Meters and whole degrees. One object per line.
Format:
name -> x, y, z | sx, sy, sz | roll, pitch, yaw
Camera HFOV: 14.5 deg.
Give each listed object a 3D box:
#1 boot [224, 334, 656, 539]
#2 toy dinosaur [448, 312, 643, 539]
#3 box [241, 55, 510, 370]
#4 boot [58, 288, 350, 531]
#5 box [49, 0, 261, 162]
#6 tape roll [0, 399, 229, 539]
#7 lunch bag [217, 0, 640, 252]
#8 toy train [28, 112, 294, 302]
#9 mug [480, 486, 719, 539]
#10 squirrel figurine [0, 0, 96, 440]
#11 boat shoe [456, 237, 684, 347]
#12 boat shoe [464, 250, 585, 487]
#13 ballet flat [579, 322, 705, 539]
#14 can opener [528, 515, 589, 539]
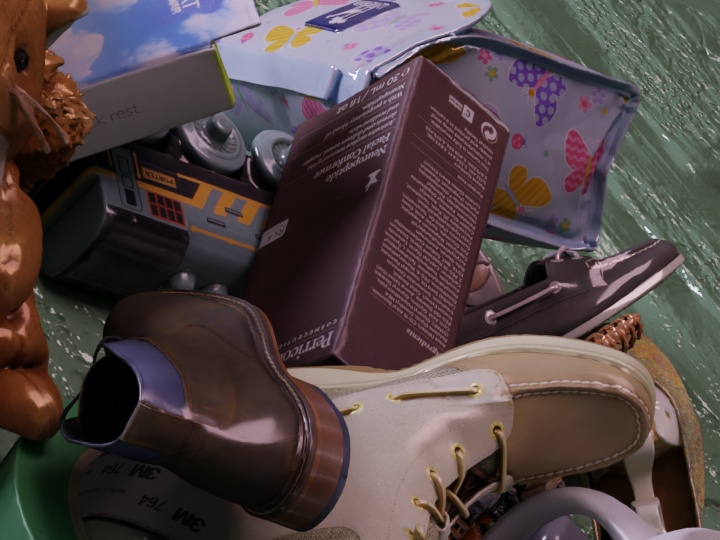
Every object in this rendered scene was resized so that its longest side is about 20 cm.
boot -> 0.034, 0.101, 1.215 | 0.199, 0.072, 0.155 | -5, 33, 1
toy dinosaur -> 0.067, 0.098, 1.373 | 0.200, 0.136, 0.102 | -22, 71, -14
box -> 0.000, 0.000, 1.412 | 0.075, 0.100, 0.200 | 38, 46, -27
boot -> -0.087, 0.041, 1.196 | 0.097, 0.075, 0.200 | 21, 6, -33
box -> -0.149, -0.106, 1.404 | 0.122, 0.200, 0.048 | -109, -178, -50
tape roll -> -0.074, 0.141, 1.226 | 0.200, 0.048, 0.201 | 30, 26, -16
lunch bag -> 0.029, -0.095, 1.616 | 0.200, 0.127, 0.169 | 15, 0, -35
toy train -> -0.089, -0.027, 1.468 | 0.200, 0.085, 0.114 | 21, 43, -38
mug -> 0.108, 0.185, 1.238 | 0.147, 0.175, 0.200 | 12, 35, -44
squirrel figurine -> -0.183, -0.049, 1.221 | 0.141, 0.187, 0.200 | 9, 20, -7
boat shoe -> 0.076, 0.023, 1.475 | 0.057, 0.200, 0.067 | 60, -12, 0
boat shoe -> 0.055, 0.046, 1.541 | 0.200, 0.074, 0.073 | 52, -16, 8
ballet flat -> 0.145, 0.115, 1.452 | 0.071, 0.071, 0.200 | 11, 64, -44
can opener -> 0.133, 0.205, 1.335 | 0.200, 0.053, 0.067 | 48, 35, -16
